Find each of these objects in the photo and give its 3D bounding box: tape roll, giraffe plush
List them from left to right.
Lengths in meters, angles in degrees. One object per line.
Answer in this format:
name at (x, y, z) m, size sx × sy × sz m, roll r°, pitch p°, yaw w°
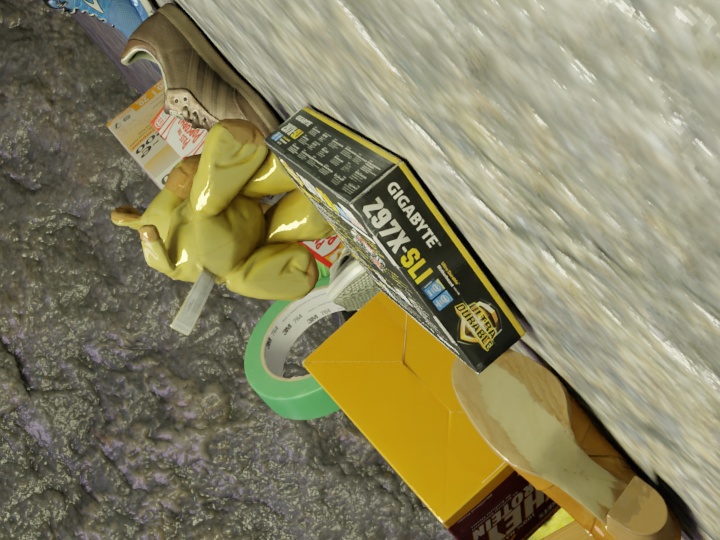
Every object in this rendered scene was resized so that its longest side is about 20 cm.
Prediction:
giraffe plush at (-0.132, -0.045, 1.176) m, size 0.173 × 0.200 × 0.162 m, roll 49°, pitch 168°, yaw -27°
tape roll at (-0.050, 0.090, 1.619) m, size 0.048 × 0.200 × 0.200 m, roll 53°, pitch 174°, yaw -37°

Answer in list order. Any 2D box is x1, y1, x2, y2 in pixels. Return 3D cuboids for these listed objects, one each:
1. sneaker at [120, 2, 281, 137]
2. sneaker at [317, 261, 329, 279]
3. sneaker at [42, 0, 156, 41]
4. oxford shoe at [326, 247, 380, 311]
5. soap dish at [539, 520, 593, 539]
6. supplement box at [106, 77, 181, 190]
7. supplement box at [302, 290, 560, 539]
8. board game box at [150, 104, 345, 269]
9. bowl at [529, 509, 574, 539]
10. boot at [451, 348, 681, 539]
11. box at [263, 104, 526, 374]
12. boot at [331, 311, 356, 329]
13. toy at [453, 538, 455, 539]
sneaker at (-0.141, -0.156, 1.218) m, size 0.200 × 0.075 × 0.070 m, roll 49°, pitch 176°, yaw 9°
sneaker at (-0.092, -0.062, 1.687) m, size 0.200 × 0.077 × 0.084 m, roll 39°, pitch 153°, yaw 47°
sneaker at (-0.286, -0.295, 1.357) m, size 0.200 × 0.089 × 0.079 m, roll 51°, pitch 176°, yaw -34°
oxford shoe at (0.000, 0.000, 1.263) m, size 0.200 × 0.075 × 0.058 m, roll 94°, pitch 163°, yaw -83°
soap dish at (0.164, 0.266, 1.106) m, size 0.081 × 0.199 × 0.157 m, roll 61°, pitch 179°, yaw 14°
supplement box at (-0.251, -0.179, 1.775) m, size 0.200 × 0.126 × 0.074 m, roll 43°, pitch 171°, yaw 49°
supplement box at (0.082, 0.138, 1.169) m, size 0.197 × 0.133 × 0.200 m, roll 46°, pitch 175°, yaw 29°
board game box at (-0.109, -0.093, 1.346) m, size 0.200 × 0.046 × 0.152 m, roll 36°, pitch -174°, yaw -37°
bowl at (0.205, 0.297, 1.498) m, size 0.200 × 0.108 × 0.200 m, roll 49°, pitch 176°, yaw 4°
boot at (0.151, 0.147, 0.959) m, size 0.201 × 0.071 × 0.144 m, roll 41°, pitch 170°, yaw 25°
box at (0.020, -0.027, 0.921) m, size 0.160 × 0.049 × 0.200 m, roll 54°, pitch 174°, yaw -25°
boot at (-0.065, -0.001, 1.838) m, size 0.200 × 0.073 × 0.182 m, roll 38°, pitch 157°, yaw 31°
toy at (0.136, 0.333, 1.467) m, size 0.115 × 0.047 × 0.200 m, roll 52°, pitch 174°, yaw -18°
